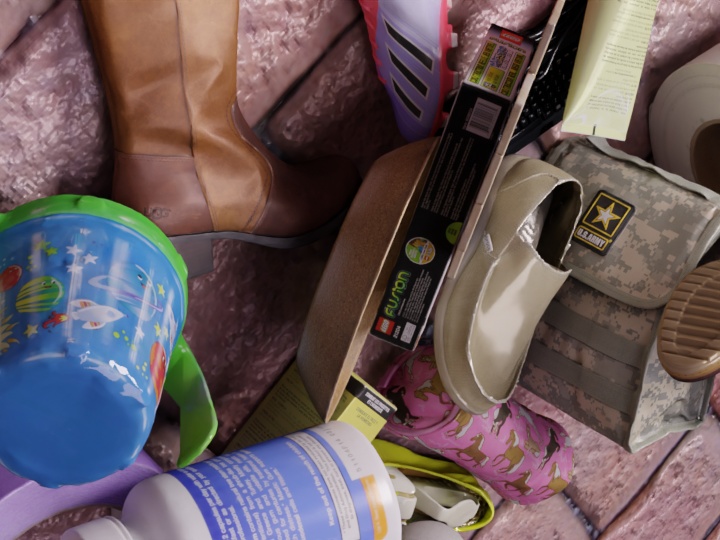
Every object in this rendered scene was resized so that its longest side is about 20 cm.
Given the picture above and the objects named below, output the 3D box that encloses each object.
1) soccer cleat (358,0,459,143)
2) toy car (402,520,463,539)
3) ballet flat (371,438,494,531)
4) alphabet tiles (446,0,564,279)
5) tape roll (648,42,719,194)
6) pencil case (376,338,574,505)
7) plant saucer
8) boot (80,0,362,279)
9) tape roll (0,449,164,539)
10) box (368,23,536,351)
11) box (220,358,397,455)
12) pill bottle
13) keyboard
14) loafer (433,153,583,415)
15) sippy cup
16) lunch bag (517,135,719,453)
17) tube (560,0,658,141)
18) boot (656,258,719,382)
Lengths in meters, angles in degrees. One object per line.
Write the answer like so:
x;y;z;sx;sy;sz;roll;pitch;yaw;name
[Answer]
0.026;-0.173;0.969;0.076;0.067;0.201;-1;127;-4;soccer cleat
0.047;0.289;1.157;0.175;0.199;0.151;27;51;-48;toy car
0.033;0.175;1.168;0.199;0.067;0.067;15;103;-44;ballet flat
0.097;-0.091;0.963;0.200;0.008;0.168;-62;173;-65;alphabet tiles
0.347;-0.102;1.174;0.139;0.202;0.204;-33;132;-22;tape roll
0.094;0.123;1.171;0.082;0.087;0.200;-26;143;24;pencil case
0.000;0.000;0.970;0.200;0.035;0.201;22;90;-87;plant saucer
-0.081;-0.111;0.923;0.187;0.068;0.201;-16;115;-28;boot
-0.208;0.196;0.977;0.199;0.066;0.201;-21;127;-30;tape roll
0.062;-0.055;1.007;0.110;0.035;0.201;-63;174;-58;box
-0.065;0.153;1.067;0.200;0.075;0.050;-52;136;-4;box
-0.083;0.173;0.941;0.199;0.112;0.113;-14;123;-30;pill bottle
0.137;-0.138;1.090;0.200;0.040;0.104;-37;134;-19;keyboard
0.110;0.007;1.073;0.075;0.068;0.201;28;71;-40;loafer
-0.165;0.047;0.843;0.176;0.131;0.140;4;122;-9;sippy cup
0.196;0.010;1.138;0.117;0.164;0.201;-12;121;-41;lunch bag
0.188;-0.195;1.068;0.058;0.052;0.202;10;100;-3;tube
0.283;0.054;1.070;0.200;0.072;0.167;-44;138;-30;boot
